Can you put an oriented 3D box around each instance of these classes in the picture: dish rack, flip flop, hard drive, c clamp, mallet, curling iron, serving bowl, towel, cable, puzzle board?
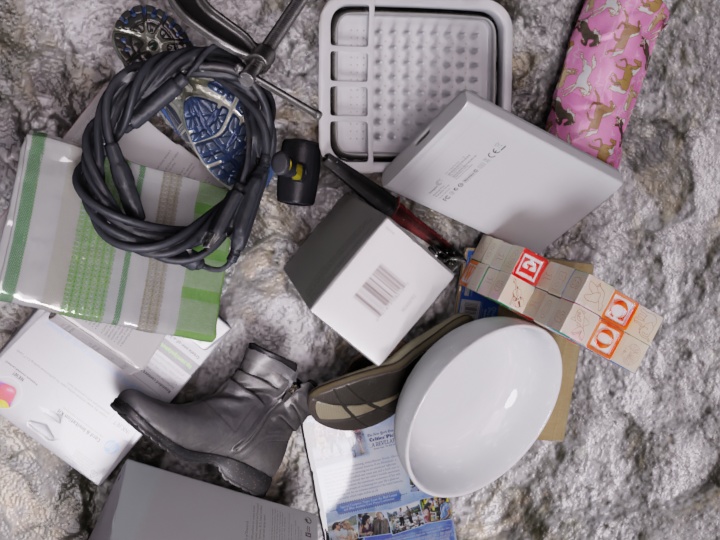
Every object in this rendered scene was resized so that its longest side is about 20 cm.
[{"bbox_3d":[0.052,-0.185,0.981,0.199,0.044,0.173,-2,98,-14],"label":"dish rack"},{"bbox_3d":[0.031,0.096,0.999,0.199,0.058,0.081,-30,138,-18],"label":"flip flop"},{"bbox_3d":[0.140,-0.091,0.965,0.199,0.027,0.132,22,136,-28],"label":"hard drive"},{"bbox_3d":[-0.090,-0.236,0.888,0.170,0.027,0.201,28,48,-13],"label":"c clamp"},{"bbox_3d":[-0.061,-0.102,0.889,0.041,0.200,0.066,6,86,1],"label":"mallet"},{"bbox_3d":[0.039,-0.057,0.977,0.200,0.050,0.026,39,98,-27],"label":"curling iron"},{"bbox_3d":[0.109,0.129,0.992,0.199,0.066,0.201,-19,125,-29],"label":"serving bowl"},{"bbox_3d":[-0.212,-0.025,0.861,0.199,0.031,0.150,16,75,-29],"label":"towel"},{"bbox_3d":[-0.156,-0.106,0.852,0.162,0.051,0.201,18,83,-14],"label":"cable"},{"bbox_3d":[0.166,0.081,1.062,0.150,0.017,0.201,7,96,-14],"label":"puzzle board"}]

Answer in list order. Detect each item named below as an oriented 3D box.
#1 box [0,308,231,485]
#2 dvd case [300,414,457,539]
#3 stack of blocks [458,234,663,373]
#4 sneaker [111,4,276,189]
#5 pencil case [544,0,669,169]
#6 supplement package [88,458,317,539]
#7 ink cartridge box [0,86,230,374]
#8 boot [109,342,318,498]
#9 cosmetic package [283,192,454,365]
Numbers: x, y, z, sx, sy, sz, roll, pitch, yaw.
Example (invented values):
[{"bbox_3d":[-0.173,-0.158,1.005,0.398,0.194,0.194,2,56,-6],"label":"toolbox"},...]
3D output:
[{"bbox_3d":[-0.248,0.082,0.946,0.156,0.041,0.200,40,86,-15],"label":"box"},{"bbox_3d":[0.022,0.231,1.041,0.142,0.018,0.201,-11,100,-7],"label":"dvd case"},{"bbox_3d":[0.186,0.027,0.947,0.115,0.200,0.059,27,92,-16],"label":"stack of blocks"},{"bbox_3d":[-0.153,-0.157,0.915,0.077,0.085,0.200,-41,106,-14],"label":"sneaker"},{"bbox_3d":[0.251,-0.195,1.010,0.083,0.086,0.201,14,96,-53],"label":"pencil case"},{"bbox_3d":[-0.159,0.306,0.920,0.199,0.152,0.151,21,121,-16],"label":"supplement package"},{"bbox_3d":[-0.221,-0.037,0.895,0.176,0.045,0.200,38,64,-17],"label":"ink cartridge box"},{"bbox_3d":[-0.135,0.123,0.948,0.200,0.070,0.132,37,80,-39],"label":"boot"},{"bbox_3d":[0.000,0.000,0.912,0.085,0.200,0.108,40,92,-14],"label":"cosmetic package"}]
